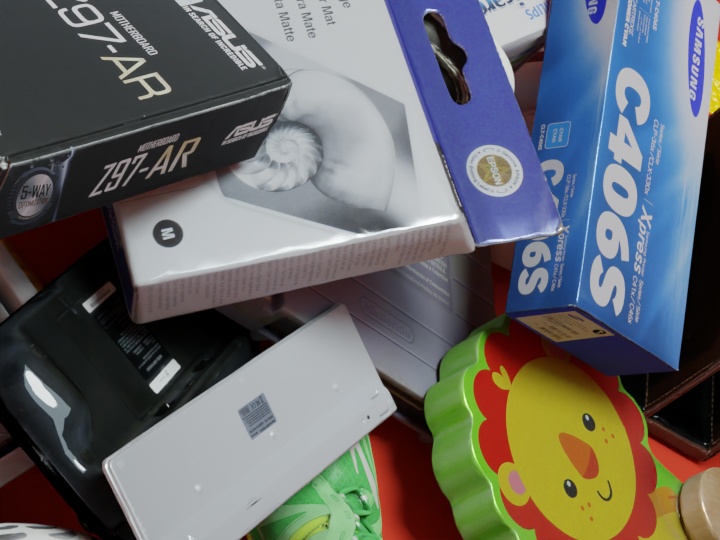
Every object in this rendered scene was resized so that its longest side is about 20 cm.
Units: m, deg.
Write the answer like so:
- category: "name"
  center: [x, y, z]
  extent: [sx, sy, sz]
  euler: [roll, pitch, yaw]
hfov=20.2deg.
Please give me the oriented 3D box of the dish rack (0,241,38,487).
- category: "dish rack"
  center: [-0.216, 0.035, 0.798]
  extent: [0.172, 0.044, 0.200]
  euler: [53, 42, 5]

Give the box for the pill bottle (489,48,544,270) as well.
- category: "pill bottle"
  center: [0.112, -0.101, 1.124]
  extent: [0.114, 0.114, 0.201]
  euler: [30, 45, -20]

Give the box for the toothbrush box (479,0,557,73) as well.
- category: "toothbrush box"
  center: [-0.011, -0.160, 1.038]
  extent: [0.086, 0.146, 0.201]
  euler: [-27, 79, -48]

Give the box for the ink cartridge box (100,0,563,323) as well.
- category: "ink cartridge box"
  center: [-0.027, -0.089, 0.886]
  extent: [0.199, 0.041, 0.201]
  euler: [-12, 66, -16]

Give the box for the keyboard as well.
- category: "keyboard"
  center: [-0.040, 0.067, 0.832]
  extent: [0.056, 0.011, 0.200]
  euler: [60, 31, -2]

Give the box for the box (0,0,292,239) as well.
- category: "box"
  center: [-0.146, -0.108, 0.791]
  extent: [0.200, 0.044, 0.160]
  euler: [47, 38, 18]

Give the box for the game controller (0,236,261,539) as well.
- category: "game controller"
  center: [-0.095, 0.043, 0.855]
  extent: [0.104, 0.042, 0.200]
  euler: [43, 20, -2]

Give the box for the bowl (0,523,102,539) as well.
- category: "bowl"
  center: [-0.113, 0.168, 0.751]
  extent: [0.200, 0.094, 0.202]
  euler: [23, 47, -27]

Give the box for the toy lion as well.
- category: "toy lion"
  center: [0.103, 0.124, 0.969]
  extent: [0.191, 0.069, 0.201]
  euler: [40, 42, -24]

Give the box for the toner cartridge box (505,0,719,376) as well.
- category: "toner cartridge box"
  center: [0.126, -0.058, 0.991]
  extent: [0.095, 0.043, 0.201]
  euler: [30, 63, -46]

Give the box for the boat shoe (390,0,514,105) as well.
- category: "boat shoe"
  center: [-0.025, -0.111, 0.960]
  extent: [0.199, 0.071, 0.064]
  euler: [25, 28, 16]

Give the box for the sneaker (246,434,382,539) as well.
- category: "sneaker"
  center: [-0.006, 0.133, 0.874]
  extent: [0.074, 0.083, 0.201]
  euler: [20, 50, -32]

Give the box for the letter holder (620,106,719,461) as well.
- category: "letter holder"
  center: [0.202, -0.023, 1.124]
  extent: [0.100, 0.142, 0.201]
  euler: [30, 46, -21]

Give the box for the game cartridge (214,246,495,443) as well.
- category: "game cartridge"
  center: [0.000, 0.000, 0.977]
  extent: [0.200, 0.038, 0.130]
  euler: [35, 38, -43]
